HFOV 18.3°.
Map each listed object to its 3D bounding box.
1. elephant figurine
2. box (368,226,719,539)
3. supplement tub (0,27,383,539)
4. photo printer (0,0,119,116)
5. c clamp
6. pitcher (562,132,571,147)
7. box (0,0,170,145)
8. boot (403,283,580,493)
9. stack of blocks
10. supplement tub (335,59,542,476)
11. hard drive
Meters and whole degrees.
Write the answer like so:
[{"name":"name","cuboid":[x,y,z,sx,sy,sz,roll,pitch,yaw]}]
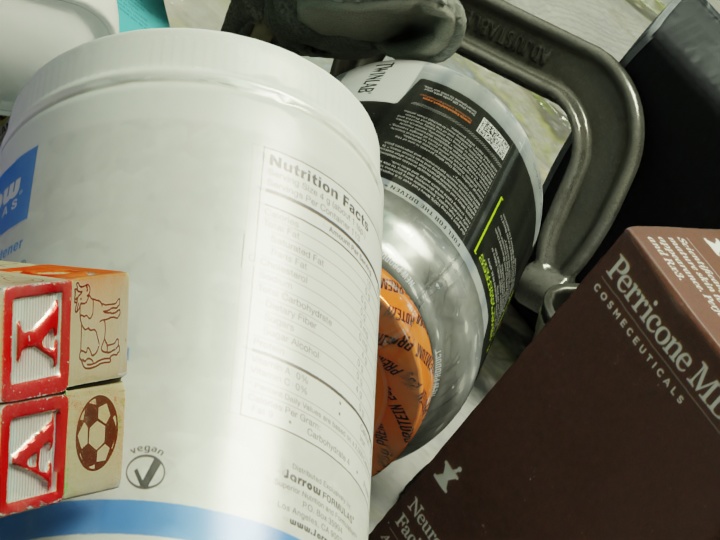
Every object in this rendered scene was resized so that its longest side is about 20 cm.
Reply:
[{"name":"elephant figurine","cuboid":[-0.007,-0.146,0.981,0.155,0.142,0.200,31,-14,37]},{"name":"box","cuboid":[0.081,0.089,0.776,0.075,0.200,0.100,3,43,-48]},{"name":"supplement tub","cuboid":[-0.060,0.041,0.696,0.131,0.132,0.201,22,51,-28]},{"name":"photo printer","cuboid":[-0.182,-0.136,0.798,0.199,0.070,0.167,12,38,-43]},{"name":"c clamp","cuboid":[0.047,-0.039,1.019,0.200,0.171,0.027,38,20,32]},{"name":"pitcher","cuboid":[0.193,0.003,1.158,0.200,0.121,0.172,26,43,-45]},{"name":"box","cuboid":[-0.114,-0.061,0.882,0.049,0.082,0.200,38,20,-34]},{"name":"boot","cuboid":[0.127,0.086,0.914,0.199,0.131,0.068,22,32,-29]},{"name":"stack of blocks","cuboid":[-0.175,0.024,0.593,0.199,0.059,0.115,5,6,27]},{"name":"supplement tub","cuboid":[0.000,0.000,0.900,0.122,0.123,0.200,37,26,-3]},{"name":"hard drive","cuboid":[0.138,-0.015,1.022,0.042,0.200,0.135,-20,60,-35]}]
